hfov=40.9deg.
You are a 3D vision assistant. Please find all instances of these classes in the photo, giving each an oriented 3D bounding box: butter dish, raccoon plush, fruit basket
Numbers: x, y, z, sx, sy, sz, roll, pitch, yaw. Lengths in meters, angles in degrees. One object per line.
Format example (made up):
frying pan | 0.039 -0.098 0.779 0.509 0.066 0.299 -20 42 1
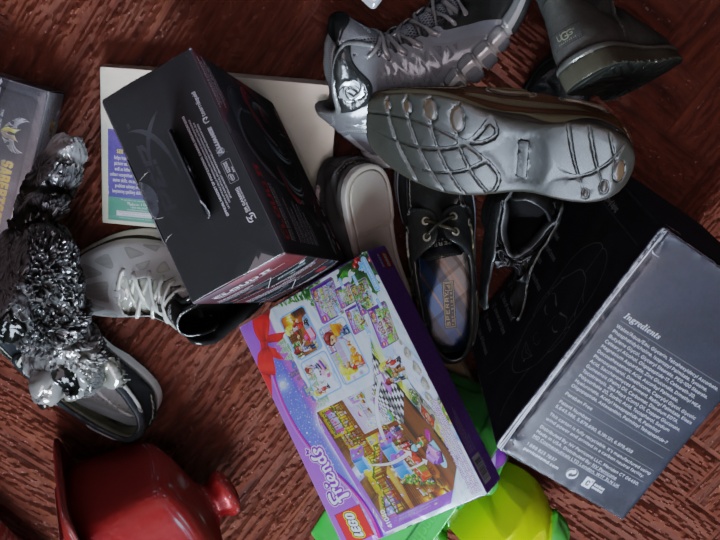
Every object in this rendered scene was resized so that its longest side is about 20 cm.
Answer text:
butter dish | -0.177 0.233 0.866 0.146 0.200 0.202 -27 108 -14
raccoon plush | -0.225 0.011 0.776 0.134 0.096 0.202 34 83 -44
fruit basket | 0.088 0.207 0.836 0.212 0.155 0.220 3 100 16

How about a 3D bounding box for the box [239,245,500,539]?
box | 0.004 0.102 0.756 0.136 0.039 0.202 -29 84 26

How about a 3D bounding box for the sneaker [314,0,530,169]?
sneaker | 0.037 -0.180 0.738 0.115 0.075 0.201 30 109 -28

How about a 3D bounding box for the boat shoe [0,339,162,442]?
boat shoe | -0.266 0.078 0.858 0.198 0.060 0.076 33 109 -9

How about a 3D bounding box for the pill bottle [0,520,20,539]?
pill bottle | -0.389 0.266 0.901 0.112 0.112 0.201 -35 105 13

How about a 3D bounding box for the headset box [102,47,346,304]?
headset box | -0.091 -0.058 0.684 0.074 0.200 0.150 -27 83 10

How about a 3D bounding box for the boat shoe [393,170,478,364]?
boat shoe | 0.069 -0.021 0.804 0.067 0.057 0.204 -9 98 2

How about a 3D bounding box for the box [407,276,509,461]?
box | 0.026 0.123 0.887 0.161 0.021 0.202 -24 107 9

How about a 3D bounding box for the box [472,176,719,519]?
box | 0.195 0.043 0.760 0.123 0.201 0.198 29 108 -10

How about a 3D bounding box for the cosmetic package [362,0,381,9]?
cosmetic package | -0.027 -0.297 0.646 0.199 0.200 0.123 37 107 -12

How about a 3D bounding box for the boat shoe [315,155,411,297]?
boat shoe | 0.000 0.000 0.812 0.066 0.057 0.203 -19 117 -30

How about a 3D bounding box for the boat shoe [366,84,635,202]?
boat shoe | 0.103 -0.100 0.716 0.197 0.074 0.077 13 124 13

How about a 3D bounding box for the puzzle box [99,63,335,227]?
puzzle box | -0.119 -0.099 0.811 0.196 0.025 0.135 5 110 0

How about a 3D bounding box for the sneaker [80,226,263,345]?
sneaker | -0.168 0.014 0.804 0.197 0.116 0.077 -7 110 4

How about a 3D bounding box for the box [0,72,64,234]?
box | -0.346 -0.072 0.794 0.156 0.048 0.203 14 97 -5

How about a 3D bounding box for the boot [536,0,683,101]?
boot | 0.161 -0.233 0.723 0.072 0.181 0.203 -28 80 30

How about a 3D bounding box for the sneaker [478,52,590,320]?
sneaker | 0.140 -0.070 0.772 0.059 0.104 0.202 18 109 -6
